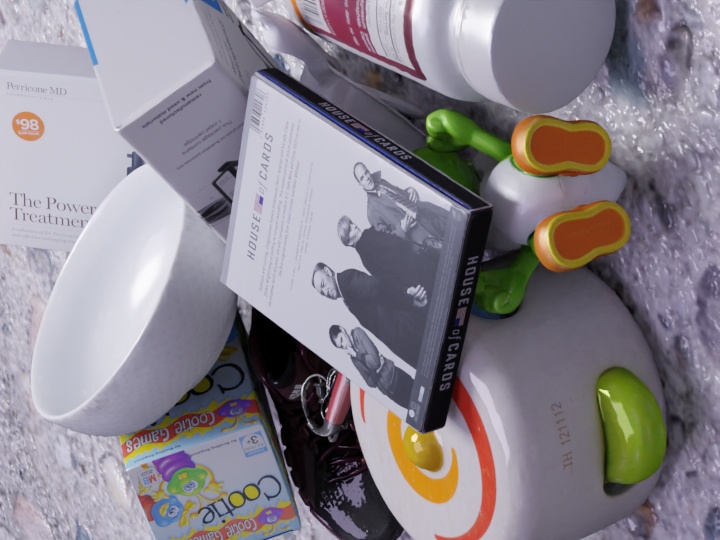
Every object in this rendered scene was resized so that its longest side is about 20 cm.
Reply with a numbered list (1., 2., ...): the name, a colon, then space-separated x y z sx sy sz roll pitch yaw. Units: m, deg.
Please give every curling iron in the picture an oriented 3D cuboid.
1. curling iron: 0.002 0.021 1.531 0.050 0.026 0.200 53 131 50

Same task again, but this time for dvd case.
1. dvd case: -0.008 -0.015 1.438 0.200 0.025 0.151 36 126 39

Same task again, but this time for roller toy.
1. roller toy: 0.084 0.090 1.486 0.183 0.140 0.200 58 147 20

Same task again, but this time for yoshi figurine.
1. yoshi figurine: 0.075 -0.041 1.412 0.112 0.113 0.200 36 170 -14

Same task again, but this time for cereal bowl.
1. cereal bowl: -0.144 0.029 1.663 0.200 0.083 0.200 -44 31 35

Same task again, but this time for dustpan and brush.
1. dustpan and brush: -0.010 -0.112 1.519 0.140 0.200 0.057 37 101 42

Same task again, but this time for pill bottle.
1. pill bottle: 0.050 -0.167 1.420 0.200 0.114 0.114 29 130 46

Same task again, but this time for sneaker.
1. sneaker: -0.035 0.106 1.696 0.200 0.076 0.116 63 -176 11

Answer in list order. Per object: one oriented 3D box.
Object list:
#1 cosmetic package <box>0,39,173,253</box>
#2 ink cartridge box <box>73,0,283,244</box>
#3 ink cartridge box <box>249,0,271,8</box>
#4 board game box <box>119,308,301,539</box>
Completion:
1. cosmetic package: -0.163 -0.082 1.736 0.052 0.200 0.151 -77 -8 -58
2. ink cartridge box: -0.089 -0.098 1.573 0.200 0.084 0.146 46 -166 -43
3. ink cartridge box: -0.029 -0.232 1.397 0.117 0.200 0.068 -99 -18 -46
4. board game box: -0.120 0.106 1.750 0.200 0.105 0.103 -110 2 -55
